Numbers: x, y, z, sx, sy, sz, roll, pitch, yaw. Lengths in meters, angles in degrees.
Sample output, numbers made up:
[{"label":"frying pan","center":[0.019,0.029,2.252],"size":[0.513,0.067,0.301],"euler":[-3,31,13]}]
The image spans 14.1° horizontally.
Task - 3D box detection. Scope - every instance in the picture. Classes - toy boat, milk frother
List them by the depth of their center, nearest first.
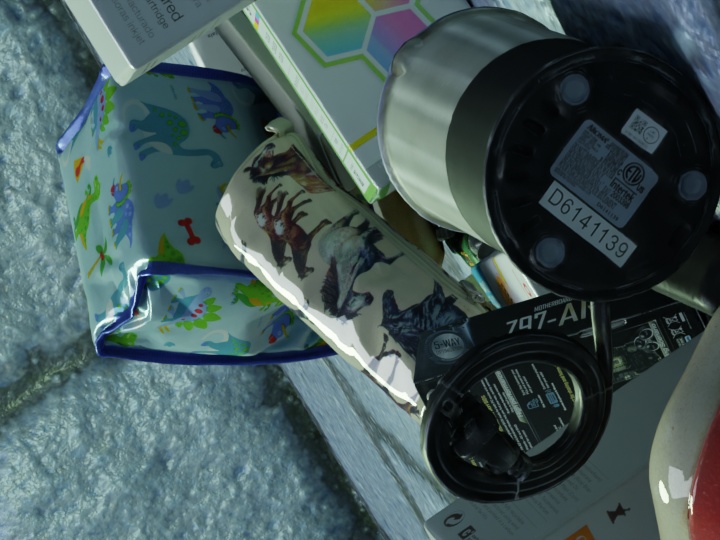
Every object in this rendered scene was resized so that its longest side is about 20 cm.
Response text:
[{"label":"toy boat","center":[0.215,0.102,1.345],"size":[0.130,0.131,0.200],"euler":[20,155,23]},{"label":"milk frother","center":[0.071,-0.011,1.409],"size":[0.181,0.200,0.188],"euler":[55,174,-17]}]

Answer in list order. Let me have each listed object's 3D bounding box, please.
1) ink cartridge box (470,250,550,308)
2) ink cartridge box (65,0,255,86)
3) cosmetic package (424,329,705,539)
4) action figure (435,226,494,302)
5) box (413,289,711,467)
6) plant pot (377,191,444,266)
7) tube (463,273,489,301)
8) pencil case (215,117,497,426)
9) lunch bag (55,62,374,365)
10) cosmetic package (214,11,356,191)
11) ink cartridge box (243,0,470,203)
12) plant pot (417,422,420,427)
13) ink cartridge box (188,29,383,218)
[{"label":"ink cartridge box","center":[0.131,0.022,1.646],"size":[0.115,0.068,0.200],"euler":[56,173,0]},{"label":"ink cartridge box","center":[-0.078,-0.213,1.520],"size":[0.145,0.199,0.084],"euler":[57,170,-4]},{"label":"cosmetic package","center":[0.145,0.123,1.472],"size":[0.102,0.199,0.071],"euler":[60,171,-29]},{"label":"action figure","center":[0.085,-0.013,1.880],"size":[0.118,0.055,0.200],"euler":[55,177,-9]},{"label":"box","center":[0.139,0.099,1.570],"size":[0.044,0.159,0.201],"euler":[-82,-32,-53]},{"label":"plant pot","center":[0.018,-0.082,1.933],"size":[0.200,0.027,0.201],"euler":[-21,-90,-86]},{"label":"tube","center":[0.134,0.086,2.005],"size":[0.200,0.052,0.058],"euler":[51,-147,19]},{"label":"pencil case","center":[0.000,0.000,1.710],"size":[0.200,0.090,0.078],"euler":[42,-163,19]},{"label":"lunch bag","center":[-0.076,-0.034,1.852],"size":[0.128,0.199,0.171],"euler":[-49,43,45]},{"label":"cosmetic package","center":[-0.028,-0.156,1.806],"size":[0.200,0.105,0.071],"euler":[54,174,32]},{"label":"ink cartridge box","center":[-0.004,-0.151,1.663],"size":[0.201,0.103,0.059],"euler":[57,172,5]},{"label":"plant pot","center":[0.121,0.135,2.100],"size":[0.201,0.092,0.201],"euler":[56,173,10]},{"label":"ink cartridge box","center":[-0.042,-0.093,2.021],"size":[0.145,0.084,0.201],"euler":[-75,-38,-83]}]
